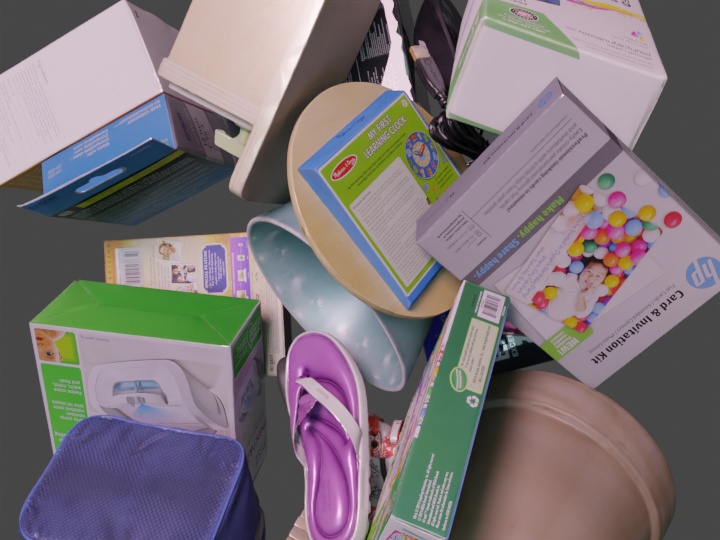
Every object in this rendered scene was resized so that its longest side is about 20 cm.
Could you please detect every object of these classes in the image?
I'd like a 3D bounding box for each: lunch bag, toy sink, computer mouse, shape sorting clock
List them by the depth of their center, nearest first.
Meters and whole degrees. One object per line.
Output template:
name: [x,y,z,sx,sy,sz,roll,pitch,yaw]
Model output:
shape sorting clock: [0.025,-0.059,0.682,0.039,0.198,0.204,-23,85,47]
toy sink: [-0.083,-0.173,0.706,0.111,0.130,0.203,27,99,12]
lunch bag: [-0.172,0.226,0.727,0.196,0.137,0.134,8,132,15]
computer mouse: [0.068,-0.172,0.743,0.045,0.140,0.204,-26,66,26]

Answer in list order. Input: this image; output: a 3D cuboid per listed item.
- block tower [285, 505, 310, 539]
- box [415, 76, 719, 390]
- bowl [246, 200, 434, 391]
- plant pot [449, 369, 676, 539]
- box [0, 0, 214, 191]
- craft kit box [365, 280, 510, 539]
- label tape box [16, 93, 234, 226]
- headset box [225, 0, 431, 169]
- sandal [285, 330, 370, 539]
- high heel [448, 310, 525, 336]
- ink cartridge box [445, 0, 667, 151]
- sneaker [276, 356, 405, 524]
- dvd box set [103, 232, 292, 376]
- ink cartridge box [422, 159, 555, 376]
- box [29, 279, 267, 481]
block tower: [-0.068,0.296,0.730,0.053,0.058,0.201,26,56,14]
box: [0.164,-0.019,0.642,0.199,0.041,0.156,38,117,-16]
bowl: [0.000,0.000,0.766,0.200,0.201,0.105,43,69,10]
plant pot: [0.132,0.213,0.687,0.197,0.173,0.203,23,133,27]
box: [-0.269,-0.166,0.849,0.197,0.124,0.099,-26,85,13]
craft kit box: [0.051,0.145,0.656,0.048,0.199,0.202,18,52,6]
label tape box: [-0.216,-0.104,0.797,0.141,0.200,0.067,-25,83,12]
headset box: [-0.040,-0.172,0.808,0.196,0.093,0.178,-12,88,14]
sandal: [-0.032,0.139,0.730,0.081,0.050,0.206,-27,58,22]
high heel: [0.173,0.004,0.723,0.195,0.067,0.098,0,102,7]
ink cartridge box: [0.154,-0.181,0.690,0.142,0.201,0.089,18,125,-2]
sneaker: [0.007,0.154,0.813,0.107,0.067,0.204,-29,88,14]
dvd box set: [-0.169,0.037,0.874,0.195,0.029,0.150,-3,91,13]
ink cartridge box: [0.133,-0.008,0.794,0.196,0.043,0.202,-17,88,14]
box: [-0.197,0.116,0.818,0.195,0.097,0.180,6,115,10]
